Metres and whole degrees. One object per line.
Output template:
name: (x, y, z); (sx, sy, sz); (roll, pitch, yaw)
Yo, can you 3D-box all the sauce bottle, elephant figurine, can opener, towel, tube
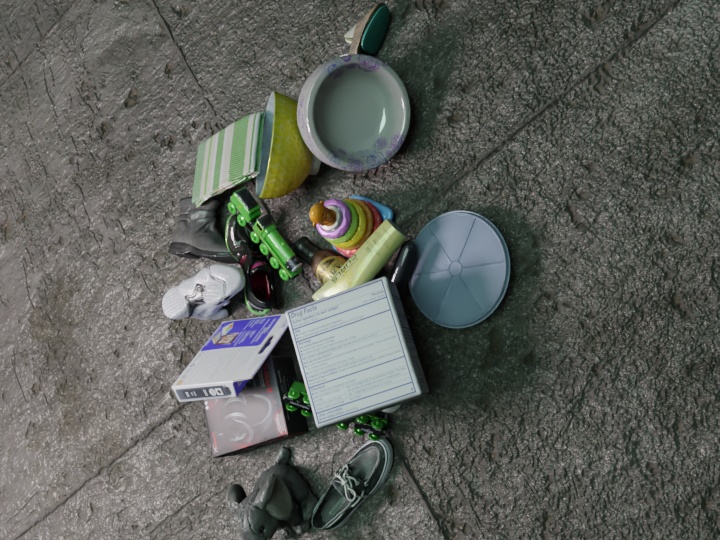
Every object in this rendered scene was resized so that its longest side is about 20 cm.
sauce bottle: (-0.045, 0.006, 1.458); (0.199, 0.065, 0.065); (35, 99, 27)
elephant figurine: (-0.170, 0.422, 1.391); (0.155, 0.199, 0.142); (37, 101, 26)
can opener: (0.060, 0.045, 1.390); (0.078, 0.063, 0.203); (11, 100, -12)
towel: (-0.264, -0.222, 1.571); (0.199, 0.023, 0.154); (-21, 58, 39)
tube: (0.000, 0.000, 1.380); (0.200, 0.052, 0.058); (-48, 21, 11)

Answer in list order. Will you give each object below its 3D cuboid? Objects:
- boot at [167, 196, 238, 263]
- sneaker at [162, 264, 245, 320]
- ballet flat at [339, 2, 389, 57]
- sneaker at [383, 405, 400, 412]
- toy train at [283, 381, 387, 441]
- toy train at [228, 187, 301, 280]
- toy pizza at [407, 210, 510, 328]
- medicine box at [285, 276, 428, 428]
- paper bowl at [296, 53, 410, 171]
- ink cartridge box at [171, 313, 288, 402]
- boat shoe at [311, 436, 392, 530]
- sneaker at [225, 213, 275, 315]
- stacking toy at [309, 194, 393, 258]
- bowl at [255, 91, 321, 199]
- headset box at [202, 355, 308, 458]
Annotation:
boot: (-0.304, -0.088, 1.607); (0.198, 0.070, 0.133); (8, 81, 23)
sneaker: (-0.284, 0.045, 1.546); (0.198, 0.114, 0.076); (-22, 73, 27)
ballet flat: (-0.007, -0.413, 1.492); (0.067, 0.068, 0.202); (21, 92, 31)
sneaker: (-0.019, 0.188, 1.407); (0.198, 0.088, 0.081); (23, 95, 29)
toy train: (-0.041, 0.248, 1.405); (0.198, 0.057, 0.042); (17, 122, 10)
toy train: (-0.175, -0.068, 1.473); (0.201, 0.042, 0.056); (51, 142, 6)
toy pizza: (0.169, -0.002, 1.359); (0.198, 0.032, 0.203); (-4, 84, 34)
medicine box: (-0.004, 0.135, 1.303); (0.180, 0.103, 0.202); (-19, 78, 10)
paper bowl: (-0.017, -0.283, 1.421); (0.203, 0.199, 0.104); (-68, 23, 4)
ink cartridge box: (-0.223, 0.158, 1.462); (0.198, 0.199, 0.044); (-11, 119, 33)
boat shoe: (-0.020, 0.378, 1.392); (0.200, 0.068, 0.074); (-49, 65, 13)
sneaker: (-0.201, -0.017, 1.516); (0.084, 0.076, 0.202); (-21, 89, 61)
stacking toy: (-0.037, -0.085, 1.388); (0.109, 0.199, 0.117); (23, 95, 28)
bowl: (-0.130, -0.228, 1.496); (0.106, 0.200, 0.203); (8, 86, -15)
headset box: (-0.196, 0.257, 1.497); (0.198, 0.077, 0.151); (-21, 74, 25)
